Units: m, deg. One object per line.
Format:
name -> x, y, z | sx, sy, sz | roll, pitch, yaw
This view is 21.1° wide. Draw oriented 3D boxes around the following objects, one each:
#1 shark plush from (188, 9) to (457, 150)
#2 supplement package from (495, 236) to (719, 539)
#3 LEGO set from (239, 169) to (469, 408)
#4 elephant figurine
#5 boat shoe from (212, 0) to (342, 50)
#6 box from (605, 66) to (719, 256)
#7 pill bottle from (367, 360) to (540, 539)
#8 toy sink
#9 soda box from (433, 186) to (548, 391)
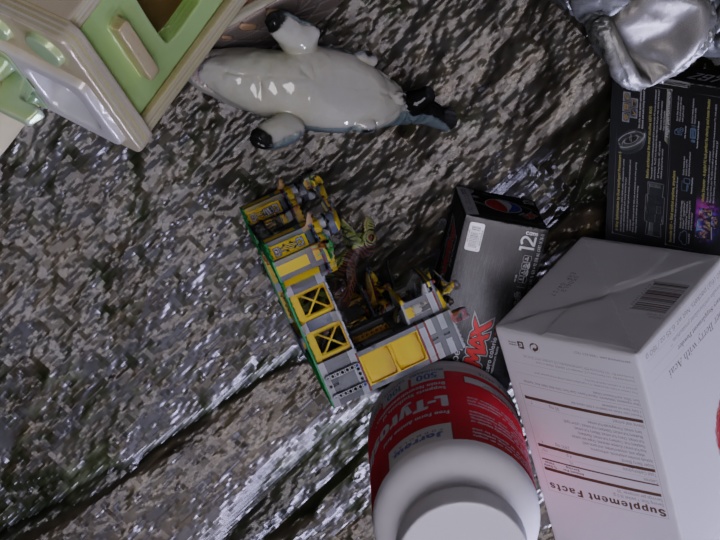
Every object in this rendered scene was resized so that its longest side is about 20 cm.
shark plush -> -0.020, -0.132, 1.334 | 0.199, 0.083, 0.092 | -6, 95, -30
supplement package -> 0.194, 0.097, 1.353 | 0.121, 0.119, 0.201 | -43, 128, -36
LEGO set -> 0.000, 0.000, 1.330 | 0.115, 0.200, 0.155 | -24, 97, -5
elephant figurine -> 0.173, -0.191, 1.232 | 0.199, 0.141, 0.156 | -14, 100, -18
boat shoe -> -0.043, -0.213, 1.317 | 0.199, 0.076, 0.072 | -30, 76, 14
box -> 0.252, -0.037, 1.363 | 0.159, 0.043, 0.201 | 13, 113, 34
pill bottle -> 0.062, 0.148, 1.302 | 0.111, 0.200, 0.113 | -1, 110, -1
toy sink -> -0.175, -0.160, 1.228 | 0.200, 0.112, 0.131 | -54, 149, -15
soda box -> 0.080, 0.046, 1.410 | 0.063, 0.071, 0.201 | 10, 109, -8
